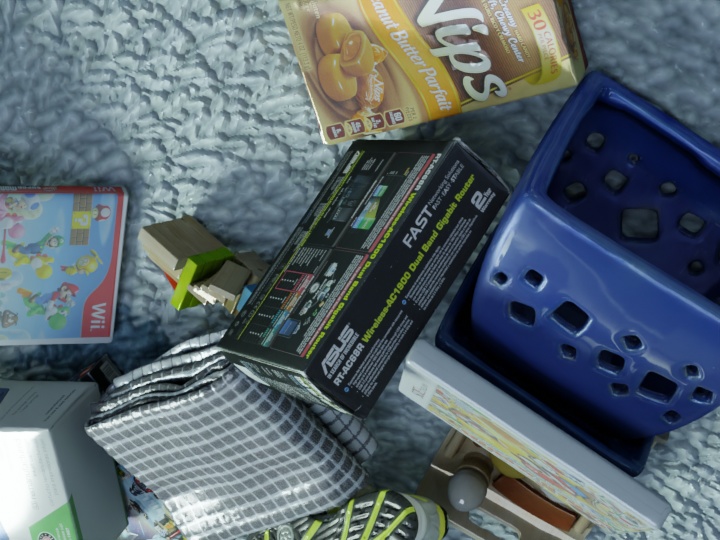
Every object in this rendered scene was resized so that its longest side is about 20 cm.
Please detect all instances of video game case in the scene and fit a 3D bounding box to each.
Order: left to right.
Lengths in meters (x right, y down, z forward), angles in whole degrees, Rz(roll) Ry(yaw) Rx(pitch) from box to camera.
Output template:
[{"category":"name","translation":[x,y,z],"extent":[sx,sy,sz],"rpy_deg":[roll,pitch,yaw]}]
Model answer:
[{"category":"video game case","translation":[-0.295,-0.003,1.290],"extent":[0.199,0.017,0.144],"rpy_deg":[-1,119,-21]},{"category":"video game case","translation":[0.115,0.122,1.118],"extent":[0.199,0.182,0.023],"rpy_deg":[33,81,6]}]

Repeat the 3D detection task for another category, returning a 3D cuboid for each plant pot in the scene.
[{"category":"plant pot","translation":[0.176,0.012,1.113],"extent":[0.199,0.200,0.180],"rpy_deg":[33,126,0]}]

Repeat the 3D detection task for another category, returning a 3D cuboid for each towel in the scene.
[{"category":"towel","translation":[-0.109,0.136,1.277],"extent":[0.199,0.086,0.166],"rpy_deg":[-24,124,35]}]

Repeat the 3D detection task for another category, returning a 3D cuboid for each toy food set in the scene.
[{"category":"toy food set","translation":[0.138,0.153,1.244],"extent":[0.143,0.061,0.201],"rpy_deg":[29,133,4]}]

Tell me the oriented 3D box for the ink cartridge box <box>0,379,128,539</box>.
[{"category":"ink cartridge box","translation":[-0.316,0.174,1.357],"extent":[0.199,0.088,0.146],"rpy_deg":[1,115,21]}]

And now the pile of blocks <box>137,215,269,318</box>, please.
[{"category":"pile of blocks","translation":[-0.092,0.030,1.266],"extent":[0.199,0.082,0.062],"rpy_deg":[27,119,4]}]

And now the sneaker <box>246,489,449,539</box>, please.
[{"category":"sneaker","translation":[-0.013,0.229,1.295],"extent":[0.199,0.076,0.076],"rpy_deg":[-18,70,38]}]

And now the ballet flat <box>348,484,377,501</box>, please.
[{"category":"ballet flat","translation":[0.028,0.277,1.350],"extent":[0.069,0.070,0.201],"rpy_deg":[-19,106,24]}]

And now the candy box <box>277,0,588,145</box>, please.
[{"category":"candy box","translation":[0.053,-0.172,1.143],"extent":[0.199,0.055,0.116],"rpy_deg":[-11,110,22]}]

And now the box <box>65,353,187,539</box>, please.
[{"category":"box","translation":[-0.217,0.189,1.402],"extent":[0.137,0.040,0.200],"rpy_deg":[-33,101,28]}]

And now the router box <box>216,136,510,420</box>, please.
[{"category":"router box","translation":[0.000,0.000,1.131],"extent":[0.062,0.150,0.201],"rpy_deg":[39,76,-25]}]
